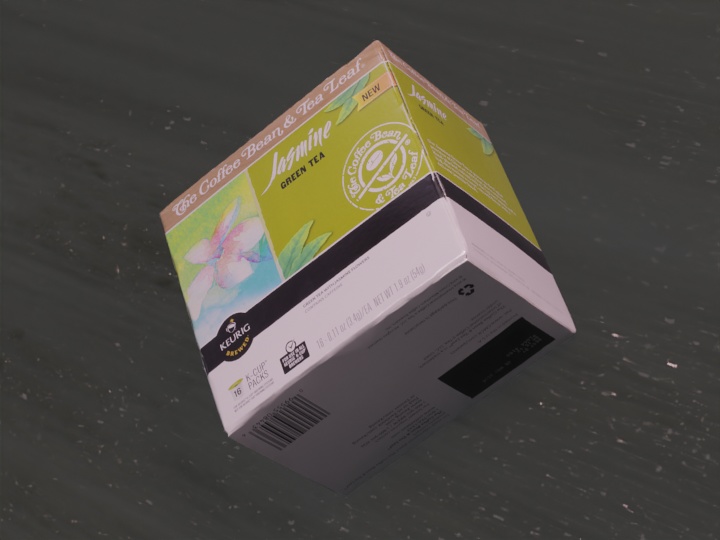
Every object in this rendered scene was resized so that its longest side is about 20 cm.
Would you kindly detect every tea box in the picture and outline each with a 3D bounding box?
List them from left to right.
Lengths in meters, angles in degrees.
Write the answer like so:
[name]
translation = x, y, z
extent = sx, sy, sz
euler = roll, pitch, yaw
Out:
[tea box]
translation = 0.000, 0.000, 1.266
extent = 0.200, 0.134, 0.197
euler = -37, 48, 18
